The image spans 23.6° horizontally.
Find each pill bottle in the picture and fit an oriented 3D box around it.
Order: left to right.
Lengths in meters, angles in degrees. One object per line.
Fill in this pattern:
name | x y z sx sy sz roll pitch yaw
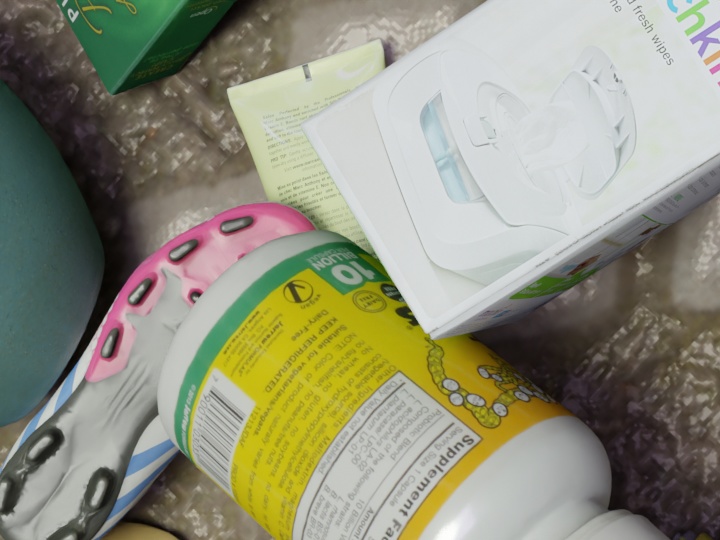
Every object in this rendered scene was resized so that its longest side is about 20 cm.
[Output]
pill bottle | 0.024 0.080 0.667 0.200 0.113 0.113 39 99 29

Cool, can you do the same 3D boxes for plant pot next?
plant pot | -0.195 -0.001 0.770 0.135 0.200 0.200 30 98 -23

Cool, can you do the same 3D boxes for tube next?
tube | 0.000 0.000 0.781 0.058 0.052 0.200 -12 82 -27

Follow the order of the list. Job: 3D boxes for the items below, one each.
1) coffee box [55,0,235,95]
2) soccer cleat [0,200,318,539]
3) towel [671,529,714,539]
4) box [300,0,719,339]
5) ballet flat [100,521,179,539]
coffee box | -0.085 -0.176 0.743 0.123 0.044 0.200 58 141 8
soccer cleat | -0.093 0.045 0.782 0.070 0.086 0.200 43 95 -1
towel | 0.169 0.221 0.728 0.200 0.023 0.144 40 98 24
box | 0.097 -0.058 0.676 0.176 0.200 0.097 -34 82 13
ballet flat | -0.178 0.163 0.814 0.200 0.063 0.069 -13 85 13
